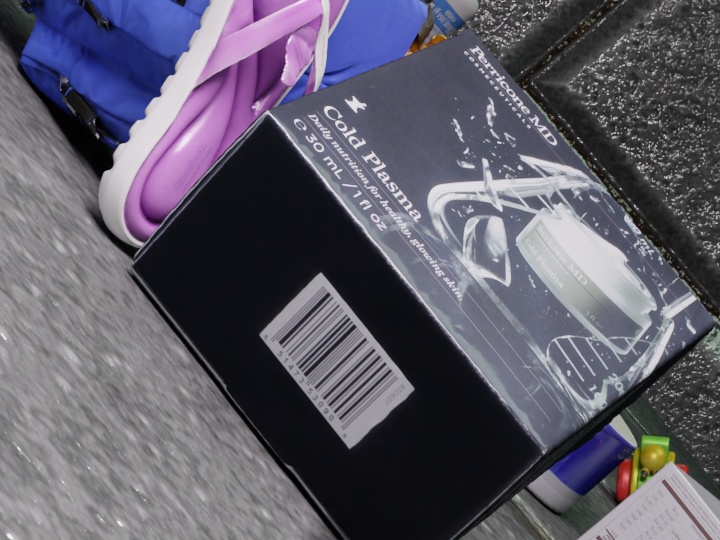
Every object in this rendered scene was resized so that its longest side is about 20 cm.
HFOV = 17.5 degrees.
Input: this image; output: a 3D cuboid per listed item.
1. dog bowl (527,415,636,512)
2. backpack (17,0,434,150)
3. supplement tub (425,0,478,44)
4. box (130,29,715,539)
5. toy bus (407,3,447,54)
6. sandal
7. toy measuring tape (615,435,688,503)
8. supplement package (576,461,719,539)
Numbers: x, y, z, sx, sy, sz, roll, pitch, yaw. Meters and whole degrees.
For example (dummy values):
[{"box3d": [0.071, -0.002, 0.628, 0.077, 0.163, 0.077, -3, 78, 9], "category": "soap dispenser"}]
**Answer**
[{"box3d": [0.121, 0.084, 1.788, 0.200, 0.079, 0.200, 49, 7, -8], "category": "dog bowl"}, {"box3d": [-0.100, -0.148, 1.219, 0.200, 0.168, 0.162, 39, 3, 35], "category": "backpack"}, {"box3d": [-0.004, -0.226, 2.136, 0.132, 0.200, 0.132, 48, 7, -8], "category": "supplement tub"}, {"box3d": [0.034, 0.012, 1.120, 0.200, 0.124, 0.196, 50, 33, 8], "category": "box"}, {"box3d": [-0.055, -0.153, 1.668, 0.200, 0.136, 0.192, 41, -24, 4], "category": "toy bus"}, {"box3d": [-0.047, -0.092, 1.111, 0.050, 0.203, 0.082, 35, 5, 34], "category": "sandal"}, {"box3d": [0.275, 0.216, 2.205, 0.074, 0.073, 0.200, 53, -10, 24], "category": "toy measuring tape"}, {"box3d": [0.237, 0.239, 1.565, 0.156, 0.111, 0.200, 53, 8, 27], "category": "supplement package"}]
